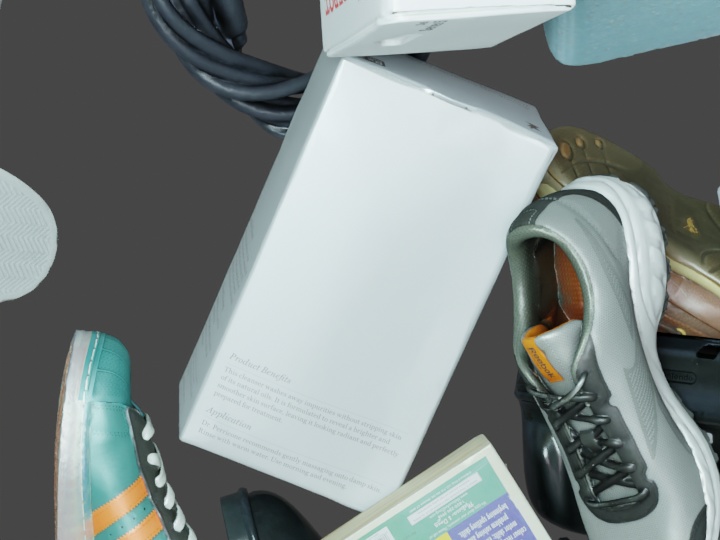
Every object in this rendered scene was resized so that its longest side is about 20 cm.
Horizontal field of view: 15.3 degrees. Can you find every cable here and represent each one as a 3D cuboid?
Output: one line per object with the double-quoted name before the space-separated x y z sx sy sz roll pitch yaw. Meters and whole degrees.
"cable" -0.030 -0.159 1.260 0.162 0.051 0.202 -2 106 -34

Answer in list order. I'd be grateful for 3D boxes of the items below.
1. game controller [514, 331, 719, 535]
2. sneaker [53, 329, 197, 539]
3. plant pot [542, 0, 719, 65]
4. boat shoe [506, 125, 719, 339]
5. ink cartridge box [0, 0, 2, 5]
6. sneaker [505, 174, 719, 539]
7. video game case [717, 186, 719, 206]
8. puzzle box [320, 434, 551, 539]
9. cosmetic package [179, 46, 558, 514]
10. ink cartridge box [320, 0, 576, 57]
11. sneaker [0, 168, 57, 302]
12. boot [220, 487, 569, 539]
"game controller" 0.156 0.083 1.259 0.042 0.199 0.105 -27 115 -45
"sneaker" -0.107 0.127 1.292 0.079 0.071 0.202 -2 98 -7
"plant pot" 0.156 -0.235 1.172 0.194 0.200 0.198 -12 69 2
"boat shoe" 0.154 0.007 1.304 0.199 0.072 0.068 31 124 -12
"ink cartridge box" -0.273 -0.119 1.230 0.198 0.146 0.087 14 93 -3
"sneaker" 0.106 0.060 1.213 0.074 0.079 0.202 -14 89 41
"video game case" 0.276 0.025 1.290 0.199 0.023 0.184 -16 94 -25
"puzzle box" 0.011 0.185 1.249 0.199 0.025 0.134 -33 101 -1
"cosmetic package" 0.000 0.000 1.259 0.112 0.081 0.201 23 102 -10
"ink cartridge box" 0.029 -0.197 1.135 0.083 0.145 0.202 -3 89 -10
"sneaker" -0.247 -0.041 1.271 0.199 0.115 0.074 14 98 -40
"boot" 0.034 0.174 1.296 0.161 0.073 0.200 -20 100 0
